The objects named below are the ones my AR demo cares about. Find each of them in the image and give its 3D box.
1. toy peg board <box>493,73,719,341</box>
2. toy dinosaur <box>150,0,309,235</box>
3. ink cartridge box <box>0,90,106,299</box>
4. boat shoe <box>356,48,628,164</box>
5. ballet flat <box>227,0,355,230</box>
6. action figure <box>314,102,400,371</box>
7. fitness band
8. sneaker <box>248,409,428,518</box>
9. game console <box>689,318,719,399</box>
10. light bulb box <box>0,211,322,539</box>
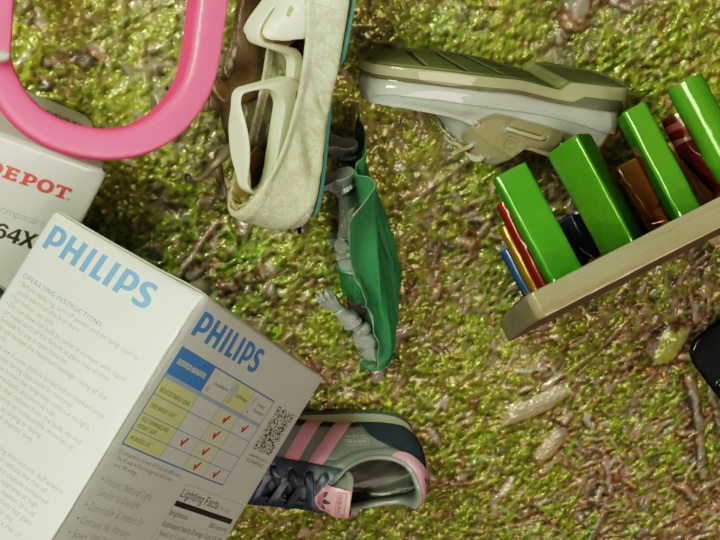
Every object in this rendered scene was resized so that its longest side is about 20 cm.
[{"bbox_3d":[0.179,-0.044,0.946,0.199,0.199,0.098,-26,84,-2],"label":"toy peg board"},{"bbox_3d":[-0.081,-0.117,0.876,0.101,0.058,0.201,-17,112,-28],"label":"toy dinosaur"},{"bbox_3d":[-0.267,-0.020,0.839,0.145,0.084,0.201,20,111,-28],"label":"ink cartridge box"},{"bbox_3d":[0.088,-0.106,0.916,0.199,0.075,0.069,4,112,-22],"label":"boat shoe"},{"bbox_3d":[-0.044,-0.122,0.824,0.062,0.067,0.201,2,101,-31],"label":"ballet flat"},{"bbox_3d":[0.000,0.000,0.945,0.054,0.118,0.201,-3,132,10],"label":"action figure"},{"bbox_3d":[-0.146,-0.164,0.783,0.143,0.037,0.201,6,93,-23],"label":"fitness band"},{"bbox_3d":[-0.043,0.151,1.017,0.199,0.082,0.071,-5,121,-16],"label":"sneaker"},{"bbox_3d":[0.385,0.091,1.053,0.176,0.116,0.200,-37,86,6],"label":"game console"},{"bbox_3d":[-0.152,0.101,0.846,0.201,0.124,0.198,-59,155,-6],"label":"light bulb box"}]
